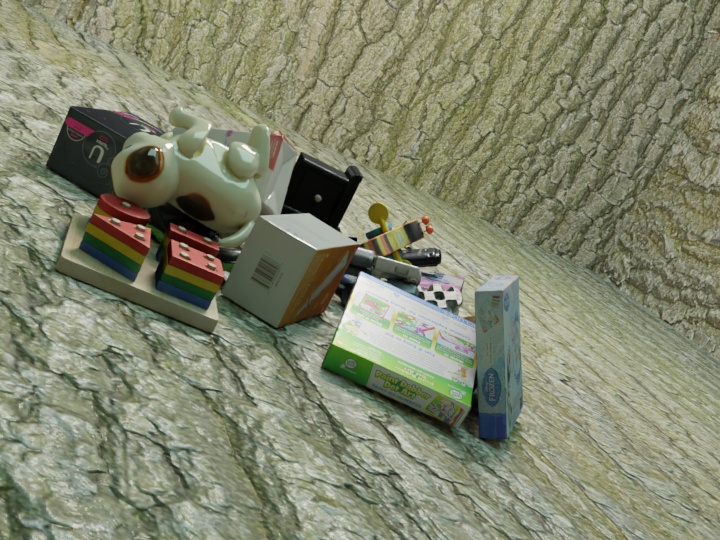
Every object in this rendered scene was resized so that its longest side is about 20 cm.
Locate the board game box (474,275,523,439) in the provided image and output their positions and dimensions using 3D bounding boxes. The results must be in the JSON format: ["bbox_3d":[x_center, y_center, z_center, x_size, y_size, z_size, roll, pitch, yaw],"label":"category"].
[{"bbox_3d":[0.197,0.115,1.435,0.043,0.200,0.200,0,5,15],"label":"board game box"}]

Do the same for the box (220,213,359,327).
[{"bbox_3d":[-0.096,-0.004,1.450,0.097,0.125,0.200,30,12,12],"label":"box"}]

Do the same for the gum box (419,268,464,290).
[{"bbox_3d":[0.119,0.045,1.806,0.113,0.066,0.200,13,10,7],"label":"gum box"}]

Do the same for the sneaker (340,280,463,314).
[{"bbox_3d":[0.062,0.070,1.661,0.199,0.089,0.074,6,44,-7],"label":"sneaker"}]

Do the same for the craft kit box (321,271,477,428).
[{"bbox_3d":[0.064,0.102,1.382,0.199,0.049,0.198,25,28,-1],"label":"craft kit box"}]

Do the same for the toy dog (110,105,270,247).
[{"bbox_3d":[-0.242,-0.123,1.389,0.199,0.195,0.139,9,-20,-29],"label":"toy dog"}]

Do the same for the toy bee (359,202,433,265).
[{"bbox_3d":[0.061,-0.062,1.719,0.131,0.108,0.200,52,40,-17],"label":"toy bee"}]

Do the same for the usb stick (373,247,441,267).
[{"bbox_3d":[0.046,-0.017,1.832,0.199,0.033,0.055,-4,11,10],"label":"usb stick"}]

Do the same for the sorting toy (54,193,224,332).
[{"bbox_3d":[-0.265,-0.023,1.271,0.198,0.070,0.200,24,12,-18],"label":"sorting toy"}]

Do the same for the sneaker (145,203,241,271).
[{"bbox_3d":[-0.241,-0.062,1.462,0.200,0.084,0.077,32,13,21],"label":"sneaker"}]

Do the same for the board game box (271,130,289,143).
[{"bbox_3d":[-0.136,-0.143,1.829,0.019,0.201,0.103,-9,22,-12],"label":"board game box"}]

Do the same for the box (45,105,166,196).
[{"bbox_3d":[-0.385,-0.186,1.620,0.122,0.106,0.200,29,12,9],"label":"box"}]

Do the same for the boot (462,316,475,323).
[{"bbox_3d":[0.212,0.131,1.763,0.075,0.074,0.200,3,15,-19],"label":"boot"}]

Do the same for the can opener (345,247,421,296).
[{"bbox_3d":[0.000,0.000,1.619,0.199,0.053,0.067,15,46,3],"label":"can opener"}]

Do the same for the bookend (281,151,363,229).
[{"bbox_3d":[-0.130,-0.117,1.678,0.198,0.201,0.092,26,11,-13],"label":"bookend"}]

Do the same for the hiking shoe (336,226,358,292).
[{"bbox_3d":[-0.027,-0.016,1.752,0.074,0.087,0.200,16,17,-46],"label":"hiking shoe"}]

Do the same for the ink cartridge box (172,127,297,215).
[{"bbox_3d":[-0.212,-0.157,1.604,0.199,0.117,0.067,10,-15,22],"label":"ink cartridge box"}]

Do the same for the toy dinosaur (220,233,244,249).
[{"bbox_3d":[-0.185,-0.052,1.584,0.199,0.086,0.135,15,-5,23],"label":"toy dinosaur"}]

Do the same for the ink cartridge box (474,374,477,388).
[{"bbox_3d":[0.144,0.127,1.567,0.115,0.068,0.200,31,12,10],"label":"ink cartridge box"}]
